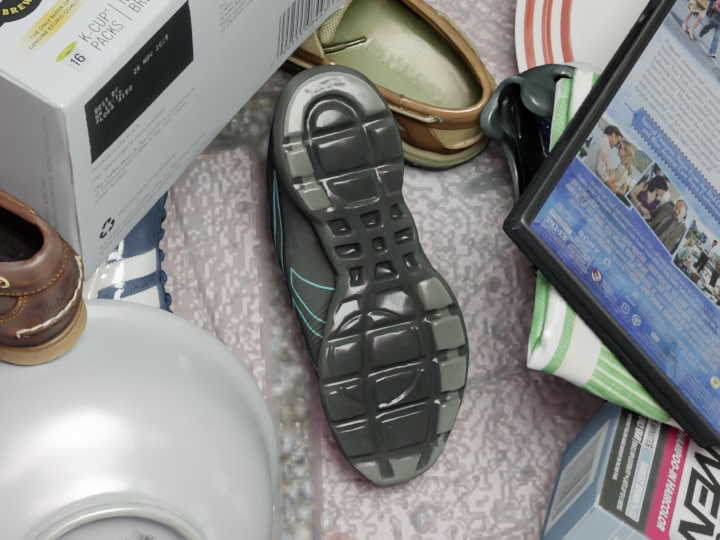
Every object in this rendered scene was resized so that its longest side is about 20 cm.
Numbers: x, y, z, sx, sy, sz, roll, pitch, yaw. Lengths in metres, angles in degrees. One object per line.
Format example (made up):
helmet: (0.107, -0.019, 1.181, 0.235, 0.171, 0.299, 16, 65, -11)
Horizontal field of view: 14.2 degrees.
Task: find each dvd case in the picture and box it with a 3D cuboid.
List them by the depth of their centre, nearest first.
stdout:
dvd case: (0.156, -0.038, 1.313, 0.143, 0.018, 0.200, 46, 55, -16)

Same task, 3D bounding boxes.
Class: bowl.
bowl: (-0.119, 0.121, 1.245, 0.200, 0.090, 0.202, -10, 121, -17)

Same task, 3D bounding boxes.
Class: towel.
towel: (0.162, 0.008, 1.331, 0.199, 0.023, 0.154, 22, 63, -31)

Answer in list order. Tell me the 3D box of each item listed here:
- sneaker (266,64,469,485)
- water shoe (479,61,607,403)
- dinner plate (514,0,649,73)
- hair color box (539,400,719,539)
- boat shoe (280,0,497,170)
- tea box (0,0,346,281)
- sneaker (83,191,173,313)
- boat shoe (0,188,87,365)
sneaker: (0.000, 0.000, 1.355, 0.075, 0.079, 0.202, -12, 99, -15)
water shoe: (0.108, 0.002, 1.349, 0.079, 0.071, 0.201, -12, 78, -49)
dinner plate: (0.173, -0.118, 1.393, 0.199, 0.024, 0.202, 0, 104, 0)
hair color box: (0.180, 0.147, 1.309, 0.199, 0.061, 0.099, 34, 35, -8)
boat shoe: (-0.015, -0.127, 1.376, 0.199, 0.074, 0.076, 32, 75, 0)
tea box: (-0.139, -0.141, 1.264, 0.196, 0.134, 0.200, 33, 61, 18)
sneaker: (-0.109, 0.027, 1.338, 0.084, 0.075, 0.201, 24, 71, -21)
boat shoe: (-0.204, -0.028, 1.218, 0.199, 0.070, 0.071, 20, 64, 18)
